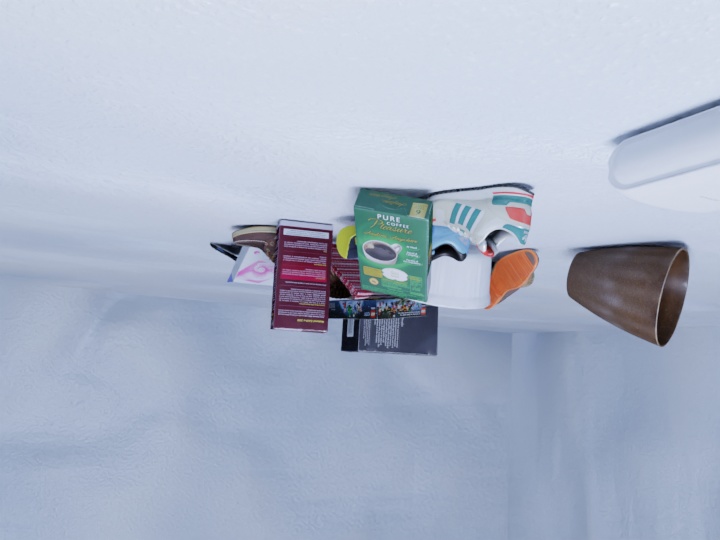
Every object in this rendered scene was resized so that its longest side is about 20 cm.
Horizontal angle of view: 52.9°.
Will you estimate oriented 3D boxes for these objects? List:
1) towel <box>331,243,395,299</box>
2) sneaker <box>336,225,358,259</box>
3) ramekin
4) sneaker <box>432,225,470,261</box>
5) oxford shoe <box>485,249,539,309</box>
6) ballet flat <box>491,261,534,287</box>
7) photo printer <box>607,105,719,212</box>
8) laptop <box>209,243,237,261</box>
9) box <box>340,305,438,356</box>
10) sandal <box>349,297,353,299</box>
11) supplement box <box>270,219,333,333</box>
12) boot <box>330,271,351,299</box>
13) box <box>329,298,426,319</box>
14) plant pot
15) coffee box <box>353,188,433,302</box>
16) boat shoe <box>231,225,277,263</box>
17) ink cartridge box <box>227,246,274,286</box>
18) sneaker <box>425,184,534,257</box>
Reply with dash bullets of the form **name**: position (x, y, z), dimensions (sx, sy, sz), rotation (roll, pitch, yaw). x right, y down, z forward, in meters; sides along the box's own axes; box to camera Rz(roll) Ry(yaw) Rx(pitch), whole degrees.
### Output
- **towel**: position (0.000, 0.000, 1.473), dimensions (0.142, 0.023, 0.200), rotation (1, -149, -35)
- **sneaker**: position (0.058, -0.058, 1.301), dimensions (0.195, 0.076, 0.082), rotation (1, -179, 14)
- **ramekin**: position (0.157, 0.000, 1.381), dimensions (0.195, 0.100, 0.201), rotation (7, -170, -1)
- **sneaker**: position (0.091, -0.052, 1.203), dimensions (0.194, 0.092, 0.079), rotation (1, 160, 1)
- **oxford shoe**: position (0.330, 0.010, 1.579), dimensions (0.072, 0.072, 0.200), rotation (-18, 162, -36)
- **ballet flat**: position (0.301, -0.001, 1.667), dimensions (0.195, 0.072, 0.066), rotation (-1, 145, 12)
- **photo printer**: position (0.378, -0.113, 0.770), dimensions (0.163, 0.071, 0.199), rotation (7, 171, -26)
- **laptop**: position (-0.229, -0.043, 1.727), dimensions (0.197, 0.105, 0.177), rotation (29, 177, 13)
- **box**: position (0.067, 0.141, 1.752), dimensions (0.193, 0.127, 0.200), rotation (6, 173, -14)
- **sandal**: position (0.031, 0.030, 1.670), dimensions (0.195, 0.083, 0.055), rotation (-13, 143, -12)
- **supplement box**: position (-0.112, 0.013, 1.380), dimensions (0.106, 0.206, 0.061), rotation (5, 172, -13)
- **boot**: position (-0.031, 0.003, 1.586), dimensions (0.196, 0.077, 0.107), rotation (-11, -155, -32)
- **box**: position (0.020, 0.077, 1.474), dimensions (0.134, 0.039, 0.198), rotation (0, 178, -39)
- **plant pot**: position (0.515, 0.030, 1.418), dimensions (0.197, 0.192, 0.185), rotation (16, -179, 37)
- **coffee box**: position (0.055, -0.036, 1.146), dimensions (0.120, 0.045, 0.202), rotation (11, 142, 15)
- **boat shoe**: position (-0.163, -0.046, 1.452), dimensions (0.194, 0.074, 0.072), rotation (3, 172, 0)
- **ink cartridge box**: position (-0.181, -0.002, 1.608), dimensions (0.192, 0.044, 0.201), rotation (6, 144, -23)
- **sneaker**: position (0.167, -0.068, 1.082), dimensions (0.196, 0.096, 0.070), rotation (-4, 169, 41)
